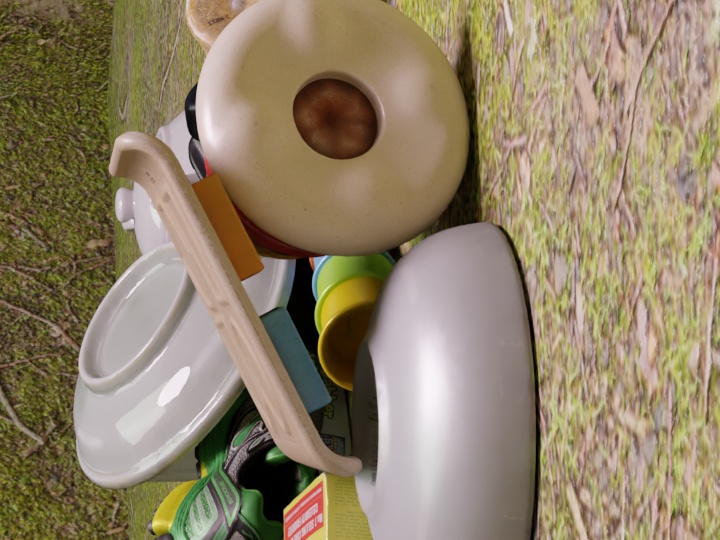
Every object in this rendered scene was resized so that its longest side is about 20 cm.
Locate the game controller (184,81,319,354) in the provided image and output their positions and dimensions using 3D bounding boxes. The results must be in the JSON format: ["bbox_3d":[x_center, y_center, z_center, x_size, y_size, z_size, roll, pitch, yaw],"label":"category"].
[{"bbox_3d":[-0.059,-0.033,1.669,0.201,0.042,0.105,56,162,25],"label":"game controller"}]

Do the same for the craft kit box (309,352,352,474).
[{"bbox_3d":[-0.043,0.132,1.801,0.201,0.048,0.199,102,167,-53],"label":"craft kit box"}]

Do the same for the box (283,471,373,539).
[{"bbox_3d":[-0.008,0.212,1.330,0.075,0.050,0.201,134,140,-61],"label":"box"}]

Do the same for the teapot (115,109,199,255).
[{"bbox_3d":[-0.111,-0.047,1.901,0.198,0.145,0.201,-100,13,-47],"label":"teapot"}]

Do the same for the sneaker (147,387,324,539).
[{"bbox_3d":[-0.052,0.123,1.515,0.078,0.085,0.200,56,-153,-17],"label":"sneaker"}]

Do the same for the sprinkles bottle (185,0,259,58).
[{"bbox_3d":[-0.057,-0.125,1.622,0.200,0.068,0.069,64,-160,-65],"label":"sprinkles bottle"}]

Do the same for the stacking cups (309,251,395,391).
[{"bbox_3d":[0.000,0.000,1.527,0.200,0.060,0.061,-97,10,-63],"label":"stacking cups"}]

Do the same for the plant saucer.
[{"bbox_3d":[-0.123,0.038,1.578,0.200,0.050,0.201,-39,29,26],"label":"plant saucer"}]

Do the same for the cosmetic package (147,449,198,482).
[{"bbox_3d":[-0.114,0.083,1.770,0.200,0.112,0.082,115,153,-65],"label":"cosmetic package"}]

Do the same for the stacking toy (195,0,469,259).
[{"bbox_3d":[-0.035,-0.050,1.370,0.200,0.145,0.147,130,140,-65],"label":"stacking toy"}]

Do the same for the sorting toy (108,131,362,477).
[{"bbox_3d":[-0.062,0.016,1.309,0.201,0.036,0.185,58,173,-1],"label":"sorting toy"}]

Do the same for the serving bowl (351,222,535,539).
[{"bbox_3d":[0.034,0.077,1.257,0.200,0.065,0.202,179,90,-81],"label":"serving bowl"}]
